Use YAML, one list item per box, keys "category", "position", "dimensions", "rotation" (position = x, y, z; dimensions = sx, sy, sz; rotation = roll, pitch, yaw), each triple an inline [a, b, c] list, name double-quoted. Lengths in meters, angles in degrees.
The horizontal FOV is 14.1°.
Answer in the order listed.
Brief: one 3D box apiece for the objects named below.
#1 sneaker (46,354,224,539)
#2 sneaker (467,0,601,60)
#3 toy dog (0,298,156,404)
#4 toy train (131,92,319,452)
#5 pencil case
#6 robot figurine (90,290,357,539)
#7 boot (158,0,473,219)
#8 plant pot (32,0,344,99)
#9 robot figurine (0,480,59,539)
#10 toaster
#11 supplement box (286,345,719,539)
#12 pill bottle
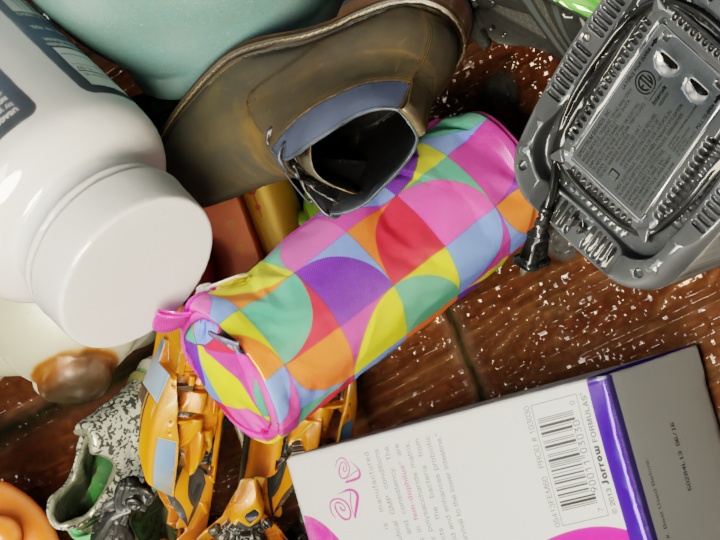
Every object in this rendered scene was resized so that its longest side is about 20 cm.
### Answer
- category: "sneaker"
  position: [-0.141, 0.124, 1.610]
  dimensions: [0.077, 0.089, 0.200]
  rotation: [49, 144, 29]
- category: "sneaker"
  position: [0.058, -0.154, 1.428]
  dimensions: [0.200, 0.077, 0.084]
  rotation: [37, 132, -1]
- category: "toy dog"
  position: [-0.192, 0.004, 1.592]
  dimensions: [0.200, 0.194, 0.140]
  rotation: [4, 90, 43]
- category: "toy train"
  position: [-0.046, -0.014, 1.558]
  dimensions: [0.116, 0.085, 0.200]
  rotation: [-20, 92, 19]
- category: "pencil case"
  position: [0.000, 0.000, 1.445]
  dimensions: [0.088, 0.200, 0.088]
  rotation: [44, 156, 26]
- category: "robot figurine"
  position: [-0.066, 0.103, 1.532]
  dimensions: [0.058, 0.145, 0.200]
  rotation: [44, 132, 52]
- category: "boot"
  position: [-0.036, -0.065, 1.421]
  dimensions: [0.200, 0.097, 0.075]
  rotation: [-31, 116, 30]
- category: "plant pot"
  position: [-0.084, -0.173, 1.501]
  dimensions: [0.200, 0.200, 0.134]
  rotation: [-3, 122, 36]
- category: "robot figurine"
  position: [-0.223, 0.174, 1.650]
  dimensions: [0.117, 0.200, 0.144]
  rotation: [-40, 87, -12]
- category: "toaster"
  position: [0.163, -0.073, 1.360]
  dimensions: [0.114, 0.129, 0.200]
  rotation: [44, 118, 23]
- category: "supplement box"
  position: [0.077, 0.113, 1.466]
  dimensions: [0.200, 0.103, 0.101]
  rotation: [-16, 88, 35]
- category: "pill bottle"
  position: [-0.168, -0.054, 1.455]
  dimensions: [0.200, 0.120, 0.120]
  rotation: [43, 119, 34]
